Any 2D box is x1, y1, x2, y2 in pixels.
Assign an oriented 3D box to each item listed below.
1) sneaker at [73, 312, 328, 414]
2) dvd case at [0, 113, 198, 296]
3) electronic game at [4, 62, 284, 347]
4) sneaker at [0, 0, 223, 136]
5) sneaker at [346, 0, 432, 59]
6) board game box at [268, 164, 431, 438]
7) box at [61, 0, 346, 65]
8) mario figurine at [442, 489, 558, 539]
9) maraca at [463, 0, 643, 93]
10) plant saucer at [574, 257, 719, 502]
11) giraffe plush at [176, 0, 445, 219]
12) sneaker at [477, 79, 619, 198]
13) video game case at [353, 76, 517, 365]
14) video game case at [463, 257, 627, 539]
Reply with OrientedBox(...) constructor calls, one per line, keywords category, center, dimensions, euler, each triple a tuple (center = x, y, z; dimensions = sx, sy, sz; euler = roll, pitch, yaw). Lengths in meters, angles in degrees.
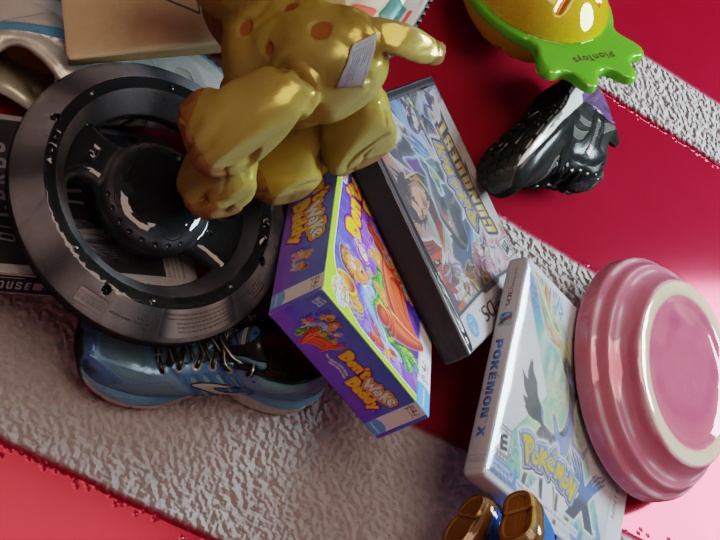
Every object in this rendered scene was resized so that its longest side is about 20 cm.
OrientedBox(category="sneaker", center=(-0.101, 0.051, 0.960), dimensions=(0.198, 0.090, 0.079), euler=(5, 70, -28))
OrientedBox(category="dvd case", center=(-0.217, -0.045, 0.944), dimensions=(0.198, 0.025, 0.151), euler=(6, 47, -29))
OrientedBox(category="electronic game", center=(-0.140, -0.046, 0.924), dimensions=(0.198, 0.042, 0.202), euler=(14, 63, -28))
OrientedBox(category="sneaker", center=(-0.185, -0.132, 0.991), dimensions=(0.198, 0.077, 0.081), euler=(18, 48, -12))
OrientedBox(category="sneaker", center=(0.015, -0.239, 1.051), dimensions=(0.093, 0.070, 0.201), euler=(38, 54, -14))
OrientedBox(category="board game box", center=(0.000, 0.000, 0.995), dimensions=(0.135, 0.044, 0.201), euler=(51, 27, -32))
OrientedBox(category="box", center=(-0.115, -0.230, 0.974), dimensions=(0.197, 0.021, 0.165), euler=(-6, 74, -11))
OrientedBox(category="mario figurine", center=(0.142, 0.255, 0.998), dimensions=(0.106, 0.123, 0.200), euler=(-43, 115, -7))
OrientedBox(category="maraca", center=(0.163, -0.227, 1.201), dimensions=(0.136, 0.108, 0.201), euler=(-17, 57, -27))
OrientedBox(category="plant saucer", center=(0.249, 0.087, 1.135), dimensions=(0.199, 0.050, 0.203), euler=(15, 70, -45))
OrientedBox(category="giraffe plush", center=(-0.060, -0.154, 0.882), dimensions=(0.171, 0.200, 0.163), euler=(-16, 69, -34))
OrientedBox(category="sneaker", center=(0.173, -0.099, 1.176), dimensions=(0.088, 0.075, 0.200), euler=(56, 42, -10))
OrientedBox(category="video game case", center=(0.061, -0.046, 1.067), dimensions=(0.202, 0.025, 0.181), euler=(65, 26, -3))
OrientedBox(category="video game case", center=(0.158, 0.119, 1.078), dimensions=(0.200, 0.022, 0.184), euler=(42, 52, -38))
